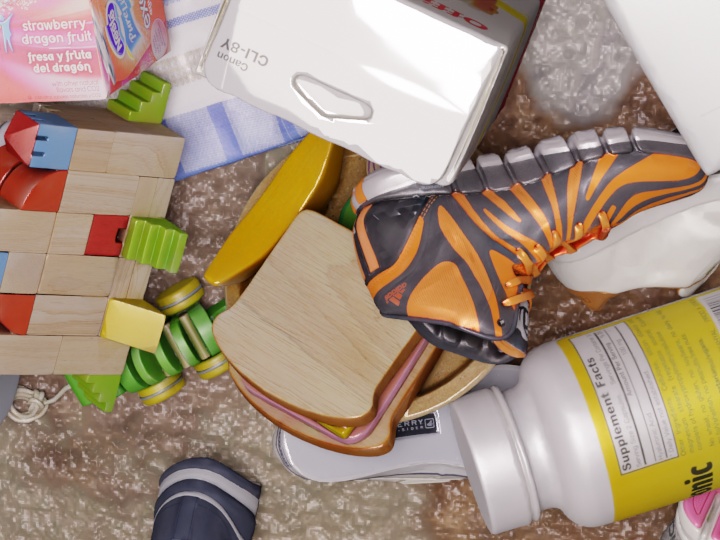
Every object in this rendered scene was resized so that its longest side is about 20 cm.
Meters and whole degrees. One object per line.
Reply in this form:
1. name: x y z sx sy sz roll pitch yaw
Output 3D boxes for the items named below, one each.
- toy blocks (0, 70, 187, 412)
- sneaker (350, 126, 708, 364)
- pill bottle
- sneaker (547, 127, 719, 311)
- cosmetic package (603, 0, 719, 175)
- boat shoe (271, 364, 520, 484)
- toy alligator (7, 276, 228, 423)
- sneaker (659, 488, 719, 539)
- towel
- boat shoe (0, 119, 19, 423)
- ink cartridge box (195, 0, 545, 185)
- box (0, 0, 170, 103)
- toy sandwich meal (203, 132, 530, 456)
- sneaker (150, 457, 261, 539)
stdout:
1. toy blocks: -0.187 -0.019 1.162 0.100 0.137 0.200 31 111 44
2. sneaker: 0.099 -0.008 1.103 0.200 0.078 0.112 -11 70 3
3. pill bottle: 0.157 0.083 1.164 0.200 0.111 0.111 -17 105 -3
4. sneaker: 0.204 -0.039 1.175 0.200 0.073 0.085 -23 126 13
5. cosmetic package: 0.204 -0.192 1.066 0.167 0.166 0.200 -29 102 15
6. boat shoe: 0.043 0.099 1.233 0.200 0.070 0.071 -6 86 -15
7. toy alligator: -0.144 0.059 1.253 0.200 0.054 0.059 -25 102 15
8. sneaker: 0.266 0.185 1.227 0.200 0.074 0.087 18 140 -15
9. towel: -0.123 -0.150 1.201 0.147 0.024 0.200 -16 105 14
10. boat shoe: -0.239 -0.001 1.246 0.066 0.070 0.200 15 111 13
11. ink cartridge box: 0.014 -0.130 1.090 0.145 0.200 0.084 24 110 3
12. box: -0.223 -0.152 1.156 0.200 0.103 0.095 0 112 19
13. toy sandwich meal: 0.000 0.000 1.162 0.205 0.070 0.206 -4 73 13
14. sneaker: -0.098 0.203 1.293 0.070 0.109 0.200 4 138 4
